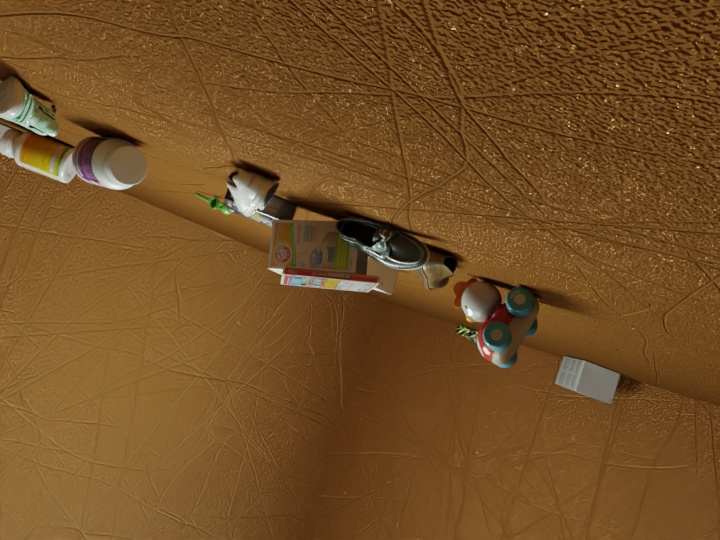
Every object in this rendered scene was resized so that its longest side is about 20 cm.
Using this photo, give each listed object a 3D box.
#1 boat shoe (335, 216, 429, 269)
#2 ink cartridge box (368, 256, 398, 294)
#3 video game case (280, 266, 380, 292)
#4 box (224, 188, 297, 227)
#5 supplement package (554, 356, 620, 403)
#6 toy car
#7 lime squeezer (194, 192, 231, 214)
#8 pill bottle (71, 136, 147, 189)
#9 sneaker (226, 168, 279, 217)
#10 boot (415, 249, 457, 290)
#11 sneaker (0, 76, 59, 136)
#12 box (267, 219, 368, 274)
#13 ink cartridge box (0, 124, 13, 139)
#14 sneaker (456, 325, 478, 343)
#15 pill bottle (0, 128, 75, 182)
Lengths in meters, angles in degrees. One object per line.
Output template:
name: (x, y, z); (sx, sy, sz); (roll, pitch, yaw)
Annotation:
boat shoe: (0.038, -0.055, 1.131); (0.199, 0.073, 0.062); (24, -179, 24)
ink cartridge box: (0.000, 0.000, 1.827); (0.144, 0.085, 0.199); (24, 175, -43)
video game case: (-0.068, 0.021, 1.233); (0.198, 0.018, 0.143); (5, 170, -9)
box: (-0.237, -0.147, 1.375); (0.157, 0.049, 0.200); (21, 175, -10)
supplement package: (1.061, 0.509, 2.722); (0.190, 0.148, 0.200); (21, 175, -7)
toy car: (0.292, 0.101, 1.350); (0.199, 0.177, 0.184); (32, 171, 29)
lime squeezer: (-0.403, -0.195, 1.696); (0.198, 0.038, 0.071); (19, -154, 4)
pill bottle: (-0.554, -0.239, 1.291); (0.199, 0.113, 0.112); (16, 174, 45)
sneaker: (-0.220, -0.161, 1.134); (0.087, 0.075, 0.200); (34, 165, -17)
boot: (0.177, 0.004, 1.262); (0.075, 0.074, 0.200); (7, 169, 21)
sneaker: (-0.614, -0.298, 1.085); (0.118, 0.074, 0.200); (32, 179, -38)
box: (-0.089, -0.044, 1.259); (0.198, 0.114, 0.101); (3, 171, 14)
ink cartridge box: (-1.142, -0.426, 1.914); (0.199, 0.067, 0.116); (22, 175, -26)
sneaker: (0.670, 0.380, 3.457); (0.199, 0.076, 0.076); (30, -172, 28)
pill bottle: (-0.971, -0.353, 1.761); (0.198, 0.112, 0.111); (21, 175, -8)
